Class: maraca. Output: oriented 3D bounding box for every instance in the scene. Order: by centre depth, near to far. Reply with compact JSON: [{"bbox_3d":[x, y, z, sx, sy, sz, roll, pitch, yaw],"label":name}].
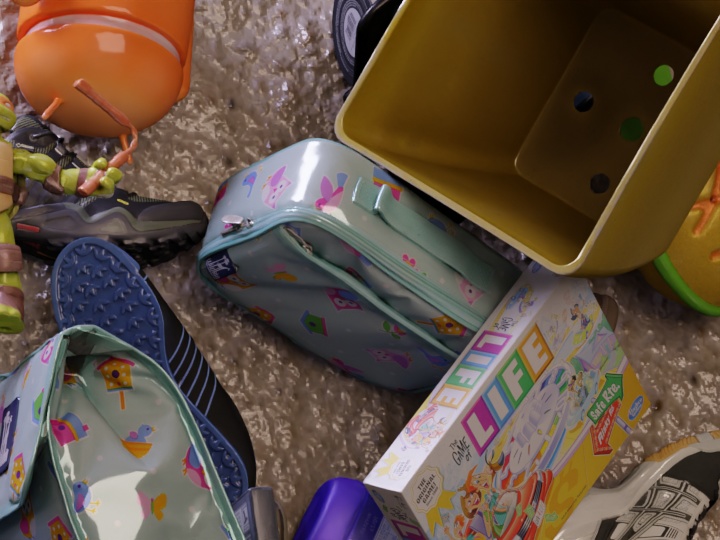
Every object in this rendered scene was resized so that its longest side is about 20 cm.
[{"bbox_3d":[0.221,-0.060,1.834,0.200,0.107,0.137,58,38,-22],"label":"maraca"}]

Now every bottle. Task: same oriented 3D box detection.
[{"bbox_3d":[0.051,0.210,1.705,0.200,0.065,0.084,28,75,-9],"label":"bottle"}]

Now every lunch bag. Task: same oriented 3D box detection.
[{"bbox_3d":[-0.162,0.140,1.592,0.122,0.170,0.200,-24,84,-27],"label":"lunch bag"},{"bbox_3d":[0.000,0.000,1.699,0.200,0.160,0.077,32,63,-24],"label":"lunch bag"}]

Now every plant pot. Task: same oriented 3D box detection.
[{"bbox_3d":[0.141,-0.110,1.682,0.200,0.176,0.200,33,95,29],"label":"plant pot"}]

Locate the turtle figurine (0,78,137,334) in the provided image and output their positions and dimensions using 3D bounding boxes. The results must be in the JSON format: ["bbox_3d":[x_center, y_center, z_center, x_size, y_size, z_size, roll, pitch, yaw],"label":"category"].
[{"bbox_3d":[-0.246,-0.047,1.631,0.200,0.064,0.162,12,73,-13],"label":"turtle figurine"}]

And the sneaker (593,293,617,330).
[{"bbox_3d":[0.105,0.082,1.766,0.075,0.070,0.200,31,60,0],"label":"sneaker"}]

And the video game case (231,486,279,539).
[{"bbox_3d":[-0.068,0.247,1.603,0.019,0.143,0.200,-3,71,-21],"label":"video game case"}]

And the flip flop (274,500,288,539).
[{"bbox_3d":[-0.027,0.233,1.642,0.057,0.081,0.200,-23,97,-17],"label":"flip flop"}]

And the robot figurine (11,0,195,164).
[{"bbox_3d":[-0.169,-0.175,1.744,0.116,0.144,0.200,6,67,0],"label":"robot figurine"}]

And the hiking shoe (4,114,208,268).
[{"bbox_3d":[-0.195,-0.055,1.710,0.200,0.076,0.101,3,73,-19],"label":"hiking shoe"}]

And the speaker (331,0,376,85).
[{"bbox_3d":[0.086,-0.175,1.860,0.200,0.081,0.081,-7,73,-22],"label":"speaker"}]

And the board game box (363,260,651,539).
[{"bbox_3d":[0.096,0.108,1.659,0.200,0.034,0.135,-51,129,-26],"label":"board game box"}]

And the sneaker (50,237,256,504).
[{"bbox_3d":[-0.131,0.069,1.679,0.070,0.078,0.200,-29,90,4],"label":"sneaker"}]

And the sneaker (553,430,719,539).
[{"bbox_3d":[0.195,0.177,1.755,0.200,0.076,0.088,-24,64,-29],"label":"sneaker"}]

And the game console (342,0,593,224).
[{"bbox_3d":[0.097,-0.148,1.759,0.200,0.116,0.176,-38,104,-17],"label":"game console"}]
